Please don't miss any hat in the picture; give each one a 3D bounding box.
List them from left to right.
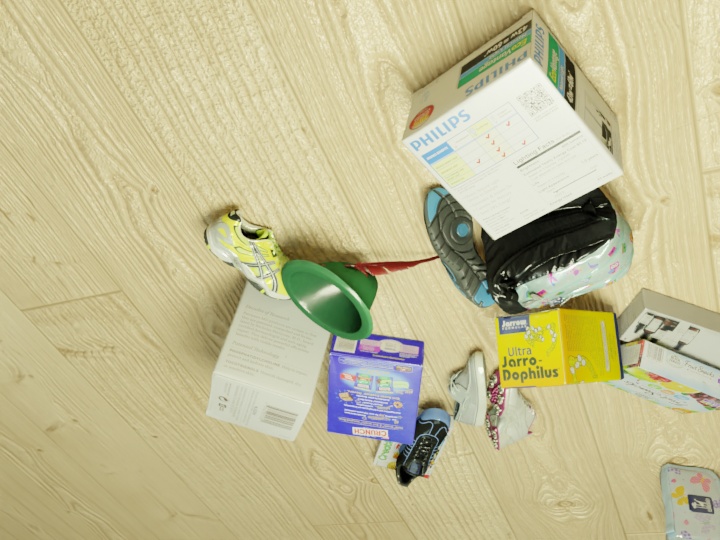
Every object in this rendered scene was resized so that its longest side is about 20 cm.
[{"bbox_3d":[0.000,0.000,1.234,0.200,0.176,0.166,36,150,4],"label":"hat"}]

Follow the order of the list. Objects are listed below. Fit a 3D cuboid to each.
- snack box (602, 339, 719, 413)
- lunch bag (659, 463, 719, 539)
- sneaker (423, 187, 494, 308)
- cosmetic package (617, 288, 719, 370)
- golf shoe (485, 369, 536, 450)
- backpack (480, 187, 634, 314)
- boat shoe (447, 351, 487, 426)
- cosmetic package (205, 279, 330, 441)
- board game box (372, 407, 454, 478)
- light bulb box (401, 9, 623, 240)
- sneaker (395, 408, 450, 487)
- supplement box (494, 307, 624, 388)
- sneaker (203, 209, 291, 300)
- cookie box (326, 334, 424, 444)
[{"bbox_3d":[0.503,0.180,1.259,0.199,0.053,0.142,22,162,-11],"label":"snack box"},{"bbox_3d":[0.670,0.490,1.482,0.200,0.170,0.127,33,133,-18],"label":"lunch bag"},{"bbox_3d":[0.140,-0.033,1.154,0.073,0.082,0.200,-30,107,-12],"label":"sneaker"},{"bbox_3d":[0.525,0.101,1.219,0.199,0.051,0.083,18,136,-5],"label":"cosmetic package"},{"bbox_3d":[0.284,0.252,1.417,0.091,0.075,0.200,-11,133,-7],"label":"golf shoe"},{"bbox_3d":[0.283,-0.033,1.085,0.200,0.167,0.127,-22,145,26],"label":"backpack"},{"bbox_3d":[0.196,0.223,1.396,0.071,0.070,0.201,1,137,6],"label":"boat shoe"},{"bbox_3d":[-0.152,0.153,1.301,0.166,0.200,0.168,18,142,-4],"label":"cosmetic package"},{"bbox_3d":[0.107,0.353,1.567,0.126,0.035,0.200,14,135,0],"label":"board game box"},{"bbox_3d":[0.194,-0.178,0.968,0.198,0.125,0.200,-29,121,34],"label":"light bulb box"},{"bbox_3d":[0.121,0.349,1.480,0.070,0.078,0.200,18,134,-5],"label":"sneaker"},{"bbox_3d":[0.308,0.121,1.167,0.109,0.110,0.200,-12,167,41],"label":"supplement box"},{"bbox_3d":[-0.157,-0.021,1.236,0.200,0.076,0.076,35,121,-28],"label":"sneaker"},{"bbox_3d":[0.025,0.218,1.406,0.171,0.075,0.201,8,124,5],"label":"cookie box"}]
